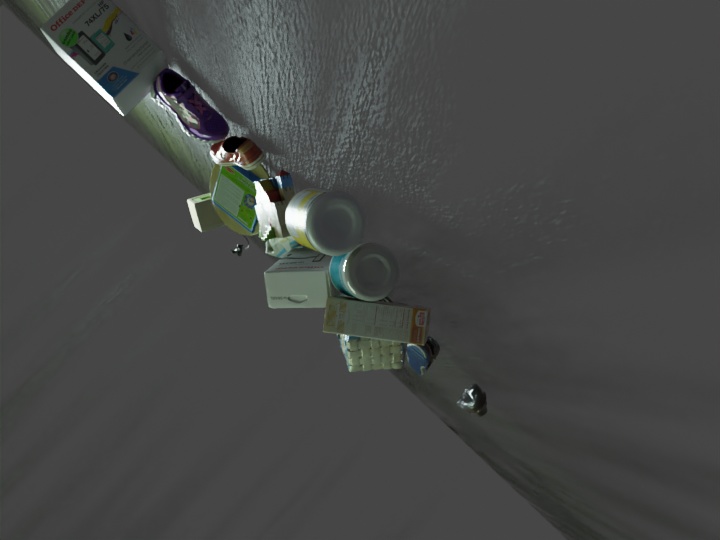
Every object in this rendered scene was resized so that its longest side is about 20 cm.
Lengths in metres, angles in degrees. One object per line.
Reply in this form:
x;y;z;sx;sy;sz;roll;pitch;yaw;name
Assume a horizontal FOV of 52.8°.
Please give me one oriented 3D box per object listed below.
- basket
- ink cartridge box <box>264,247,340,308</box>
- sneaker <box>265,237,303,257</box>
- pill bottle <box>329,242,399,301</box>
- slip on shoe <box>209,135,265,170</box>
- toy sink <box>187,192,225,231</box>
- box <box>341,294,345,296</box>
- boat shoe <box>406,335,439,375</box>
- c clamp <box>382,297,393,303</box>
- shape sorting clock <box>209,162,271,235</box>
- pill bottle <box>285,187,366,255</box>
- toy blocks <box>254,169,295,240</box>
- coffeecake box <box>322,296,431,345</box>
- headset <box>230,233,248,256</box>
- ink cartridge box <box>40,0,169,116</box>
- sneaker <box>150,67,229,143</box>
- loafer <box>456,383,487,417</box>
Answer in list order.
0.032;0.134;1.629;0.200;0.175;0.140;-101;6;-66;basket
-0.111;0.012;1.605;0.200;0.145;0.085;-54;-40;-70;ink cartridge box
-0.171;-0.088;1.703;0.200;0.080;0.077;120;149;-55;sneaker
0.000;0.000;1.441;0.111;0.111;0.200;45;171;-12;pill bottle
-0.275;-0.265;1.571;0.200;0.074;0.061;23;152;53;slip on shoe
-0.491;-0.224;2.546;0.130;0.199;0.113;-152;47;-64;toy sink
-0.059;0.050;1.763;0.199;0.042;0.039;37;171;6;box
0.158;0.200;1.818;0.072;0.072;0.200;42;166;13;boat shoe
0.083;0.104;1.877;0.171;0.027;0.200;49;173;-2;c clamp
-0.280;-0.182;1.722;0.199;0.039;0.201;15;118;31;shape sorting clock
-0.072;-0.093;1.316;0.112;0.112;0.200;46;171;-20;pill bottle
-0.185;-0.143;1.574;0.200;0.099;0.138;6;111;66;toy blocks
0.038;0.099;1.455;0.198;0.074;0.154;7;179;7;coffeecake box
-0.292;-0.141;1.828;0.123;0.202;0.094;9;162;-11;headset
-0.531;-0.462;1.525;0.200;0.147;0.146;43;172;-4;ink cartridge box
-0.363;-0.354;1.539;0.200;0.081;0.089;40;153;0;sneaker
0.304;0.341;1.886;0.071;0.073;0.200;32;175;5;loafer
